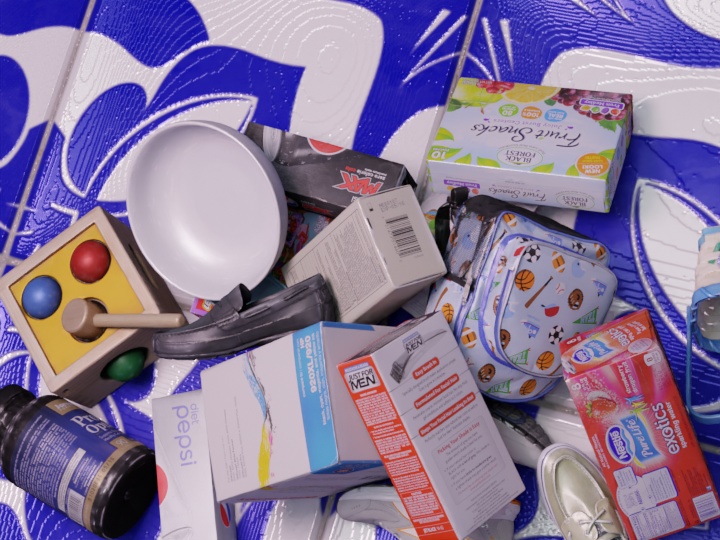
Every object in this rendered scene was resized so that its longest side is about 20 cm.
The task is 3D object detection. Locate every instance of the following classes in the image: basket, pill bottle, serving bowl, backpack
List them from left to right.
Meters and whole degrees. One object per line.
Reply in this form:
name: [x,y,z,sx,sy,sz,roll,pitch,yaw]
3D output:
pill bottle: [-0.333,0.209,1.756,0.198,0.112,0.113,26,84,21]
serving bowl: [-0.160,-0.072,1.718,0.198,0.066,0.203,9,111,25]
backpack: [0.161,0.039,1.616,0.192,0.198,0.154,-66,27,10]
basket: [0.405,0.051,1.558,0.174,0.139,0.202,-8,63,14]

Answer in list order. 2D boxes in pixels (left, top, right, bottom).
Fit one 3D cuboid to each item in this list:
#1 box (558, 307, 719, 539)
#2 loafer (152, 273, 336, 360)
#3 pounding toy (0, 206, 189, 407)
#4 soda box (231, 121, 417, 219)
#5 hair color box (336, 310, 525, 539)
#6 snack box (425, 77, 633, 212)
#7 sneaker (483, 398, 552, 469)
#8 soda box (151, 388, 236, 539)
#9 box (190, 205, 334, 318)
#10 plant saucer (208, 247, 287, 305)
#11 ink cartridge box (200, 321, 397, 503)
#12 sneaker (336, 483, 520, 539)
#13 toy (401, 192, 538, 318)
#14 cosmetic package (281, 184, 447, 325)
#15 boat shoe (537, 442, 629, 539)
box: [0.276,0.154,1.541,0.099,0.096,0.202,-21,109,10]
loafer: [-0.125,0.049,1.638,0.198,0.068,0.071,-12,98,7]
pounding toy: [-0.291,0.047,1.772,0.183,0.142,0.201,-35,68,5]
soda box: [-0.042,-0.102,1.737,0.198,0.063,0.072,17,78,21]
hair color box: [0.070,0.155,1.539,0.064,0.110,0.202,-19,97,49]
snack box: [0.185,-0.138,1.695,0.197,0.053,0.143,7,49,19]
sneaker: [0.112,0.174,1.663,0.198,0.074,0.088,20,99,23]
soda box: [-0.183,0.238,1.728,0.067,0.063,0.203,-11,72,14]
box: [-0.099,-0.024,1.788,0.135,0.039,0.202,15,80,21]
plant saucer: [-0.147,0.009,1.763,0.199,0.019,0.070,39,89,24]
ink cartridge box: [-0.047,0.151,1.621,0.199,0.146,0.147,-23,70,42]
sneaker: [0.066,0.274,1.639,0.197,0.076,0.093,2,80,19]
toy: [0.108,-0.032,1.721,0.115,0.047,0.200,35,81,35]
cosmetic package: [0.000,0.000,1.646,0.072,0.200,0.105,-16,78,-31]
boat shoe: [0.242,0.264,1.571,0.071,0.062,0.202,-27,82,-7]
